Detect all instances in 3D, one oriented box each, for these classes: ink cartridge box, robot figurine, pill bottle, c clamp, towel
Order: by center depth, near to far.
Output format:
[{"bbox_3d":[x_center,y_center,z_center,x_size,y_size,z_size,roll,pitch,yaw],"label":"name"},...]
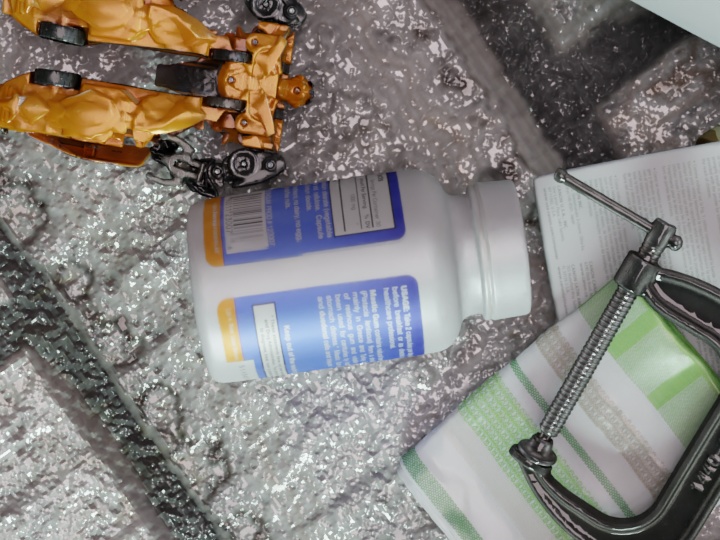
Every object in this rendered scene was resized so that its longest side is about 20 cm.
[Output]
[{"bbox_3d":[0.154,0.066,0.954,0.170,0.027,0.202,25,101,12],"label":"c clamp"},{"bbox_3d":[0.214,0.005,0.982,0.198,0.057,0.164,-10,92,18],"label":"ink cartridge box"},{"bbox_3d":[0.000,0.000,0.983,0.198,0.112,0.113,-8,92,0],"label":"pill bottle"},{"bbox_3d":[0.133,0.117,0.987,0.200,0.031,0.150,-43,82,21],"label":"towel"},{"bbox_3d":[-0.126,-0.124,1.006,0.198,0.058,0.147,9,92,0],"label":"robot figurine"}]

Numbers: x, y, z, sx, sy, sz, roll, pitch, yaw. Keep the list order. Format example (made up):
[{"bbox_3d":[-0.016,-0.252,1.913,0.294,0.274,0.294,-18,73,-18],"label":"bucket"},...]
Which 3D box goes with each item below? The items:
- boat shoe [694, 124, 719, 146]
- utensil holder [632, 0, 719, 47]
[{"bbox_3d":[0.293,-0.025,0.988,0.066,0.074,0.200,-38,78,-11],"label":"boat shoe"},{"bbox_3d":[0.256,-0.196,0.925,0.199,0.170,0.171,30,92,14],"label":"utensil holder"}]
